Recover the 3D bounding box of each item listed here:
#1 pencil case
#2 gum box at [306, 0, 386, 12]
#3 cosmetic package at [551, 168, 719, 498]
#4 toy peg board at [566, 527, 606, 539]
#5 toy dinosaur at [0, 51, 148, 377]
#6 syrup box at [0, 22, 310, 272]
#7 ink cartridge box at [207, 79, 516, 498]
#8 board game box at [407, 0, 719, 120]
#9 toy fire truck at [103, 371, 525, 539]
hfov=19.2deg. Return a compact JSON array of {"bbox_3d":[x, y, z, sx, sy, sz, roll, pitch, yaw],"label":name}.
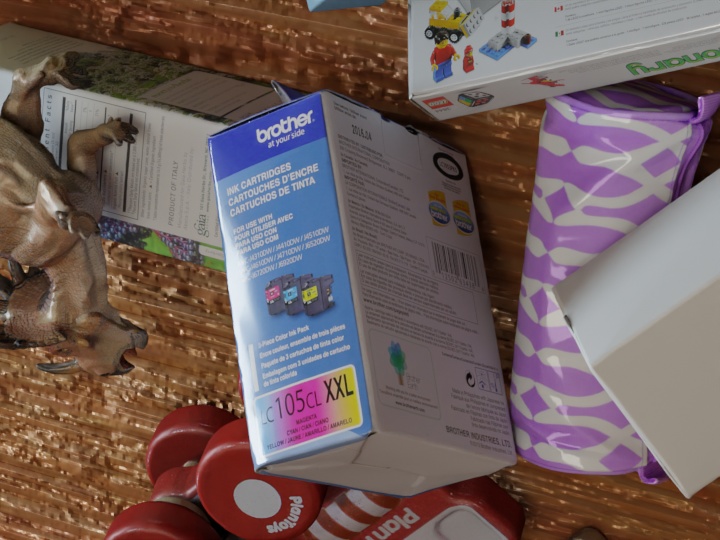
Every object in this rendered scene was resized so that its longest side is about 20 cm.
[{"bbox_3d":[0.120,0.005,1.028,0.085,0.084,0.201,18,115,38],"label":"pencil case"},{"bbox_3d":[0.019,-0.227,0.945,0.200,0.044,0.171,-26,74,62],"label":"gum box"},{"bbox_3d":[0.192,-0.005,0.935,0.200,0.108,0.085,-37,108,10],"label":"cosmetic package"},{"bbox_3d":[0.103,0.280,1.120,0.200,0.098,0.199,49,120,3],"label":"toy peg board"},{"bbox_3d":[-0.183,-0.035,1.074,0.200,0.086,0.136,50,128,9],"label":"toy dinosaur"},{"bbox_3d":[-0.128,-0.067,1.127,0.199,0.079,0.082,14,112,21],"label":"syrup box"},{"bbox_3d":[0.000,0.000,1.030,0.076,0.136,0.201,-17,70,29],"label":"ink cartridge box"},{"bbox_3d":[0.115,-0.150,0.975,0.199,0.035,0.127,-10,69,28],"label":"board game box"},{"bbox_3d":[-0.033,0.140,1.142,0.168,0.112,0.200,41,122,-13],"label":"toy fire truck"}]
